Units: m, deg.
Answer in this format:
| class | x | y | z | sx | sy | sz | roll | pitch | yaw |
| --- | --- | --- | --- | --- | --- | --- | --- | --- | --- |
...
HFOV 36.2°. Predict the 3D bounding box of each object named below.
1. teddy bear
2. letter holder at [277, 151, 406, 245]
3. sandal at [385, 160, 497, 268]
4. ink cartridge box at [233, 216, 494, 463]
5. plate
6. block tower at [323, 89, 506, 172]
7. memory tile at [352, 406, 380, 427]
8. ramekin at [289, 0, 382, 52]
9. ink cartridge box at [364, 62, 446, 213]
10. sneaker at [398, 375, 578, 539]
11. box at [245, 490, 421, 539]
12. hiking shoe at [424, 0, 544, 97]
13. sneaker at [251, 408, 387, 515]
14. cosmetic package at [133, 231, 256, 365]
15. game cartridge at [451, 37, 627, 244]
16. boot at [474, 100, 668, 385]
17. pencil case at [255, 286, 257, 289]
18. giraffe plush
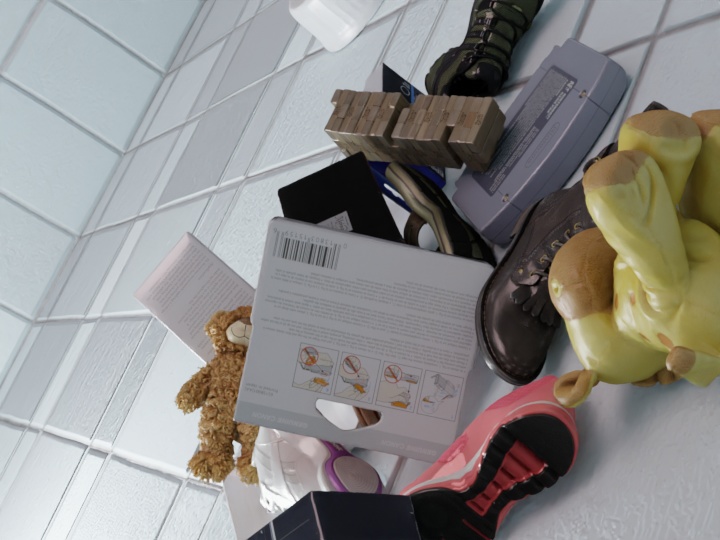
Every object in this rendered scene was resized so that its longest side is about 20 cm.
| class | x | y | z | sx | sy | sz | roll | pitch | yaw |
| --- | --- | --- | --- | --- | --- | --- | --- | --- | --- |
| teddy bear | -0.125 | 0.128 | 1.156 | 0.143 | 0.067 | 0.203 | 13 | 70 | 22 |
| letter holder | 0.000 | 0.000 | 1.086 | 0.099 | 0.143 | 0.201 | -24 | 31 | 2 |
| sandal | 0.072 | -0.033 | 1.064 | 0.057 | 0.079 | 0.202 | -49 | 38 | 15 |
| ink cartridge box | 0.002 | 0.060 | 0.950 | 0.044 | 0.197 | 0.177 | -93 | 16 | -84 |
| plate | -0.070 | 0.195 | 1.161 | 0.201 | 0.032 | 0.200 | -55 | 23 | 8 |
| block tower | 0.052 | -0.144 | 1.122 | 0.198 | 0.054 | 0.058 | 12 | 69 | 39 |
| memory tile | -0.027 | 0.066 | 1.095 | 0.017 | 0.154 | 0.201 | -29 | 29 | 6 |
| ramekin | -0.032 | -0.472 | 1.809 | 0.200 | 0.097 | 0.202 | -45 | 26 | 29 |
| ink cartridge box | 0.050 | -0.148 | 1.252 | 0.039 | 0.099 | 0.202 | -40 | 30 | 31 |
| sneaker | 0.099 | 0.154 | 0.853 | 0.200 | 0.074 | 0.087 | -44 | 7 | 32 |
| box | -0.035 | 0.290 | 0.811 | 0.200 | 0.103 | 0.184 | -42 | 51 | 34 |
| hiking shoe | 0.150 | -0.245 | 1.221 | 0.201 | 0.075 | 0.101 | -55 | 30 | 31 |
| sneaker | -0.040 | 0.204 | 1.023 | 0.200 | 0.074 | 0.101 | 45 | 114 | 49 |
| cosmetic package | -0.154 | 0.060 | 1.271 | 0.102 | 0.199 | 0.071 | -48 | -21 | -6 |
| game cartridge | 0.170 | -0.124 | 1.063 | 0.201 | 0.041 | 0.133 | -54 | 28 | 12 |
| boot | 0.168 | -0.022 | 0.858 | 0.174 | 0.068 | 0.202 | -45 | 22 | 58 |
| pencil case | -0.064 | 0.000 | 1.321 | 0.201 | 0.088 | 0.089 | -52 | 24 | 22 |
| giraffe plush | 0.196 | 0.012 | 0.742 | 0.162 | 0.170 | 0.203 | -37 | 64 | 59 |
